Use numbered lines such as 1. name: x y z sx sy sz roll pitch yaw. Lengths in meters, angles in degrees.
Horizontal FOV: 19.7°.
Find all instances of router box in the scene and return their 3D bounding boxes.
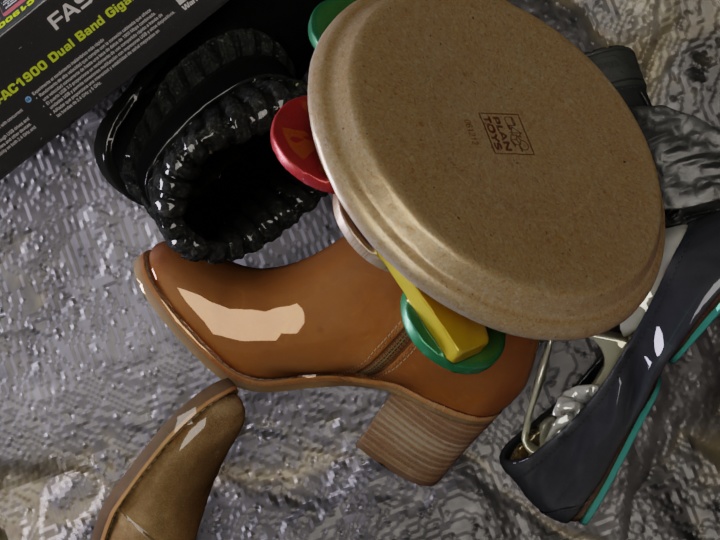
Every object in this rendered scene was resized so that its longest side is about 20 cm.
1. router box: -0.169 -0.127 1.048 0.200 0.150 0.062 -38 121 3

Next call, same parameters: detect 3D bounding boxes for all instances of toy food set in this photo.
1. toy food set: 0.054 -0.051 0.956 0.201 0.197 0.049 58 137 13

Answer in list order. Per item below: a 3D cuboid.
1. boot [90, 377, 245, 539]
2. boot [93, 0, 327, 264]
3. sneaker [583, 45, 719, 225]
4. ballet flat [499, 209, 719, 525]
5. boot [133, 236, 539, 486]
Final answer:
1. boot: -0.097 0.145 1.037 0.075 0.074 0.201 37 112 19
2. boot: -0.043 -0.104 1.020 0.079 0.158 0.212 32 88 -22
3. sneaker: 0.095 -0.045 1.055 0.199 0.060 0.105 -21 79 1
4. ballet flat: 0.132 0.034 1.022 0.073 0.073 0.201 34 106 8
5. boot: 0.000 0.000 1.028 0.199 0.077 0.156 34 114 4
